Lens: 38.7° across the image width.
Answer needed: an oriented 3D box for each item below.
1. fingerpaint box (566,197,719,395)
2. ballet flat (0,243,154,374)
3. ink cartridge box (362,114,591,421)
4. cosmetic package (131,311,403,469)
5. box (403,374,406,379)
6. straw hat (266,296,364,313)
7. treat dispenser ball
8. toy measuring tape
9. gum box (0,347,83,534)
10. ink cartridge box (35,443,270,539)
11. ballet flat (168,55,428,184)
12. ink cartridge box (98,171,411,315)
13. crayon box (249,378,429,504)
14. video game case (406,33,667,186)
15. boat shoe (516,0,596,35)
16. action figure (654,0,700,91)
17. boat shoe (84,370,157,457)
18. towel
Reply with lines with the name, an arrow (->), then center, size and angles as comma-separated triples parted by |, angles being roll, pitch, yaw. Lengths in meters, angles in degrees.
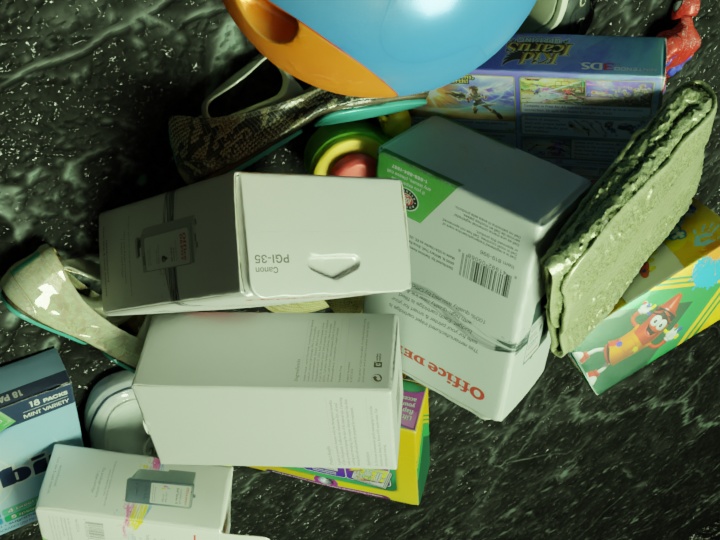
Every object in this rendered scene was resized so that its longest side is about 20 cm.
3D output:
fingerpaint box -> 0.228, -0.006, 0.915 | 0.167, 0.200, 0.073 | -33, 120, 3
ballet flat -> -0.201, 0.037, 0.826 | 0.062, 0.067, 0.200 | -47, 147, 2
ink cartridge box -> 0.084, 0.000, 0.813 | 0.083, 0.147, 0.200 | -37, 145, -41
cosmetic package -> -0.069, 0.097, 0.823 | 0.200, 0.085, 0.108 | 2, 135, 6
box -> 0.053, 0.037, 1.007 | 0.200, 0.041, 0.119 | -62, -177, 38
straw hat -> 0.000, 0.000, 0.931 | 0.201, 0.085, 0.201 | -23, 146, -16
treat dispenser ball -> 0.010, -0.198, 0.574 | 0.201, 0.201, 0.201 | -23, 146, -17
toy measuring tape -> -0.034, -0.061, 0.833 | 0.200, 0.074, 0.074 | -47, 145, 20
gum box -> -0.331, 0.169, 0.900 | 0.170, 0.045, 0.200 | -20, 146, -22
ink cartridge box -> -0.178, 0.223, 0.918 | 0.200, 0.067, 0.117 | 8, 139, -3
ballet flat -> -0.046, -0.125, 0.744 | 0.200, 0.075, 0.068 | -23, -173, -15
ink cartridge box -> -0.080, -0.015, 0.745 | 0.146, 0.083, 0.200 | -2, 176, -40
crayon box -> -0.033, 0.156, 1.026 | 0.200, 0.058, 0.173 | 11, 145, 12
video game case -> 0.139, -0.116, 0.836 | 0.200, 0.045, 0.181 | 5, 150, 13
boat shoe -> 0.153, -0.206, 0.809 | 0.066, 0.075, 0.199 | -25, 147, -17
action figure -> 0.272, -0.170, 0.981 | 0.065, 0.052, 0.200 | -16, 139, -45
boat shoe -> -0.219, 0.176, 0.986 | 0.074, 0.067, 0.200 | -19, 145, -23
towel -> 0.202, -0.035, 0.773 | 0.200, 0.036, 0.148 | -49, 153, -15
